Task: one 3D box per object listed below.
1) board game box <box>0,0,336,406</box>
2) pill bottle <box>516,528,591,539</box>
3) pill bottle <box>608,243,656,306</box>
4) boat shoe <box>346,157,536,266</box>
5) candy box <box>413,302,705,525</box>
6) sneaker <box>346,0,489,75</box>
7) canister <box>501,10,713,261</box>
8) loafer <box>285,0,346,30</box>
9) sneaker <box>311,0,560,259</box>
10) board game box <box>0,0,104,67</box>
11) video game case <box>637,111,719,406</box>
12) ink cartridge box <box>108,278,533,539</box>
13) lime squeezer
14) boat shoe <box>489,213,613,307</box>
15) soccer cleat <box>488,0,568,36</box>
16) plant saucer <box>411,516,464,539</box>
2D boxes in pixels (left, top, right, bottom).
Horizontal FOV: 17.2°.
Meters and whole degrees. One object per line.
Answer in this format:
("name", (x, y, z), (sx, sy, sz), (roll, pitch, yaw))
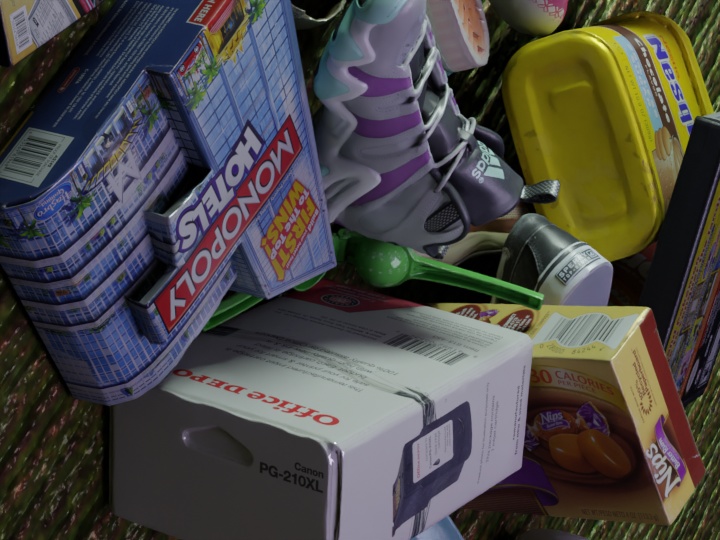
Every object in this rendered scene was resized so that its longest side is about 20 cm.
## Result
("board game box", (-0.085, -0.035, 1.183), (0.200, 0.061, 0.200), (-58, 145, -29))
("pill bottle", (0.122, 0.290, 1.622), (0.201, 0.119, 0.120), (-62, 148, -22))
("pill bottle", (0.156, 0.045, 1.581), (0.200, 0.112, 0.113), (-35, 131, -50))
("boat shoe", (0.061, -0.048, 1.418), (0.200, 0.075, 0.074), (-19, 115, -57))
("candy box", (0.088, 0.080, 1.370), (0.056, 0.199, 0.117), (-48, 127, -42))
("sneaker", (0.000, -0.191, 1.258), (0.071, 0.080, 0.201), (-51, 124, -65))
("canister", (0.162, -0.084, 1.487), (0.200, 0.086, 0.149), (-22, 95, -69))
("loafer", (-0.027, -0.210, 1.179), (0.075, 0.068, 0.201), (-19, 122, -29))
("sneaker", (0.043, -0.075, 1.238), (0.200, 0.139, 0.078), (112, 4, -59))
("board game box", (-0.141, -0.209, 1.037), (0.135, 0.034, 0.201), (-43, 137, -44))
("video game case", (0.210, -0.004, 1.467), (0.181, 0.025, 0.201), (-19, 127, -67))
("ink cartridge box", (-0.019, 0.081, 1.260), (0.200, 0.144, 0.085), (-24, 123, -54))
("lime squeezer", (0.000, 0.000, 1.310), (0.199, 0.071, 0.038), (-2, 110, -20))
("boat shoe", (0.097, 0.048, 1.434), (0.073, 0.068, 0.200), (-35, 150, -28))
("soccer cleat", (0.066, -0.210, 1.371), (0.086, 0.070, 0.201), (-41, 132, -29))
("plant saucer", (0.027, 0.206, 1.422), (0.200, 0.027, 0.201), (45, 29, -34))
